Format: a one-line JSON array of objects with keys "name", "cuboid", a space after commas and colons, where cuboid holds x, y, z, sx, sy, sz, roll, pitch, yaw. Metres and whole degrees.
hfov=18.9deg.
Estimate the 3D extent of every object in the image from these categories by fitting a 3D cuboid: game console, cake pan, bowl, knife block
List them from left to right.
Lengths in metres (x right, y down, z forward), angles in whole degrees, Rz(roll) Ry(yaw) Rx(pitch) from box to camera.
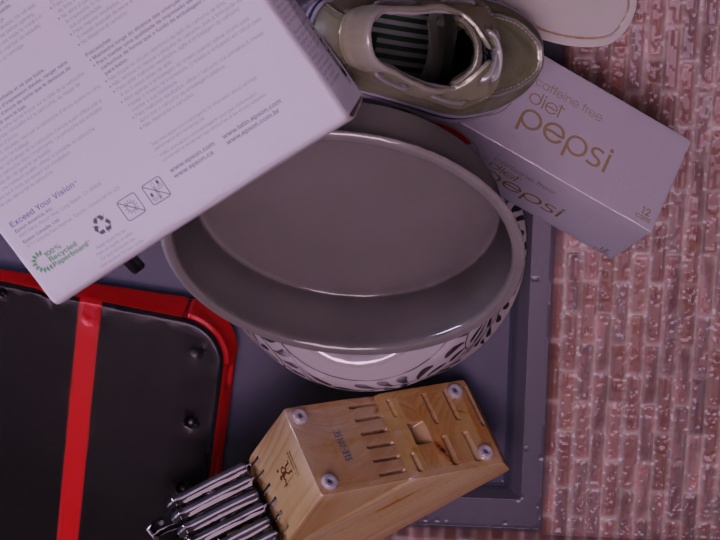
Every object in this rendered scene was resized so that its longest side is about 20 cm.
[{"name": "game console", "cuboid": [-0.176, 0.102, 1.404, 0.176, 0.031, 0.201, 10, 113, 4]}, {"name": "knife block", "cuboid": [-0.028, 0.152, 1.373, 0.200, 0.064, 0.176, -8, 150, -32]}, {"name": "cake pan", "cuboid": [-0.009, -0.024, 1.186, 0.200, 0.037, 0.200, 4, 144, 3]}, {"name": "bowl", "cuboid": [0.000, 0.000, 1.311, 0.200, 0.094, 0.201, 2, 112, 4]}]

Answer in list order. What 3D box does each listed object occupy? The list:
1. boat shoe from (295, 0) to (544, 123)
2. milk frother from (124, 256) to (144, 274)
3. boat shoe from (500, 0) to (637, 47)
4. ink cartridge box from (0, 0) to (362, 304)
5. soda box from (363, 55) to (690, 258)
[{"name": "boat shoe", "cuboid": [0.042, -0.113, 1.153, 0.062, 0.200, 0.072, 9, 100, 40]}, {"name": "milk frother", "cuboid": [-0.255, -0.028, 1.272, 0.188, 0.181, 0.200, -34, 100, 13]}, {"name": "boat shoe", "cuboid": [0.066, -0.187, 1.243, 0.200, 0.062, 0.075, 19, 99, -19]}, {"name": "ink cartridge box", "cuboid": [-0.134, -0.111, 1.079, 0.199, 0.041, 0.200, -30, 106, 21]}, {"name": "soda box", "cuboid": [0.087, -0.088, 1.270, 0.200, 0.064, 0.068, 29, 69, -7]}]
